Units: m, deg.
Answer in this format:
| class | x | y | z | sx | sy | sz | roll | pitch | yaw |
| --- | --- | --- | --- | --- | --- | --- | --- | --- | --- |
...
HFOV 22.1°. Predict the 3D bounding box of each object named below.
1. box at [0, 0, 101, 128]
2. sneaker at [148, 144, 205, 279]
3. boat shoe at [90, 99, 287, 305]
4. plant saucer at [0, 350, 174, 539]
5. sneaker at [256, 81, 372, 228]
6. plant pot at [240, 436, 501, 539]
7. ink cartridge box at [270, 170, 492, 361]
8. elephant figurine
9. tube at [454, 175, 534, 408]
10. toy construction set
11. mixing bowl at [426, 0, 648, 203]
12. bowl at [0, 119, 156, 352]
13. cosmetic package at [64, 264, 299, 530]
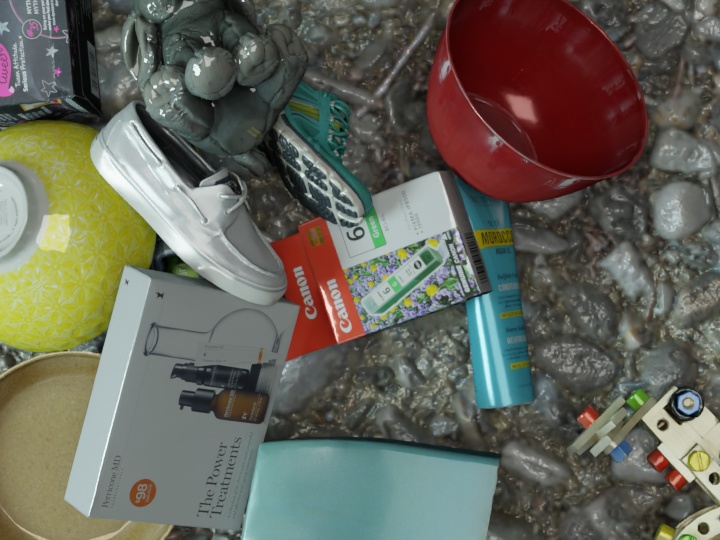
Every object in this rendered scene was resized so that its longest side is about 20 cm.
| class | x | y | z | sx | sy | sz | roll | pitch | yaw |
| --- | --- | --- | --- | --- | --- | --- | --- | --- | --- |
| box | -0.293 | -0.228 | 1.550 | 0.114 | 0.132 | 0.202 | -5 | 87 | 2 |
| sneaker | -0.155 | -0.032 | 1.568 | 0.073 | 0.081 | 0.201 | -13 | 88 | -2 |
| boat shoe | -0.128 | -0.058 | 1.497 | 0.200 | 0.072 | 0.069 | 46 | 119 | 4 |
| plant saucer | -0.245 | 0.165 | 1.568 | 0.199 | 0.035 | 0.202 | -1 | 96 | -7 |
| sneaker | -0.042 | -0.118 | 1.548 | 0.079 | 0.078 | 0.200 | -27 | 54 | -13 |
| plant pot | 0.008 | 0.207 | 1.537 | 0.198 | 0.141 | 0.142 | 10 | 87 | 5 |
| ink cartridge box | 0.000 | 0.000 | 1.558 | 0.199 | 0.050 | 0.110 | -20 | 87 | 16 |
| elephant figurine | -0.136 | -0.201 | 1.482 | 0.155 | 0.141 | 0.200 | -52 | 56 | 29 |
| tube | 0.113 | 0.017 | 1.585 | 0.050 | 0.077 | 0.202 | -8 | 89 | 30 |
| toy construction set | 0.266 | 0.175 | 1.569 | 0.131 | 0.092 | 0.200 | -43 | 100 | -3 |
| mixing bowl | 0.130 | -0.133 | 1.546 | 0.199 | 0.108 | 0.201 | 18 | 52 | -24 |
| bowl | -0.280 | -0.038 | 1.520 | 0.199 | 0.108 | 0.202 | -4 | 79 | 20 |
| cosmetic package | -0.146 | 0.107 | 1.513 | 0.150 | 0.052 | 0.201 | 11 | 97 | -35 |
